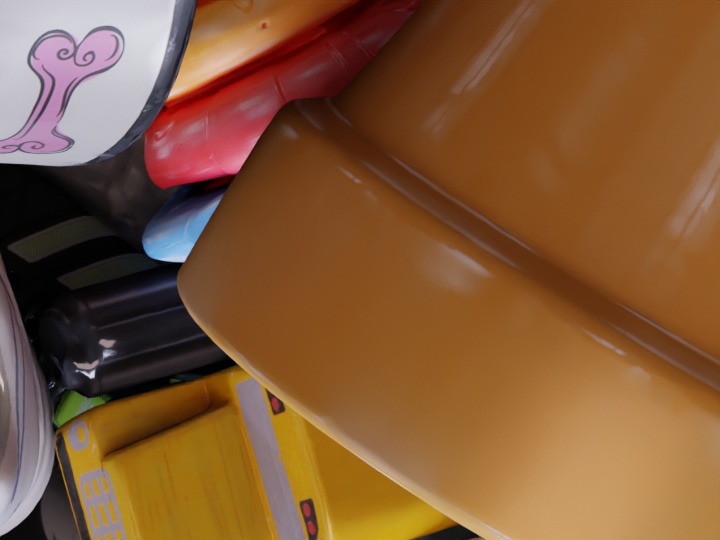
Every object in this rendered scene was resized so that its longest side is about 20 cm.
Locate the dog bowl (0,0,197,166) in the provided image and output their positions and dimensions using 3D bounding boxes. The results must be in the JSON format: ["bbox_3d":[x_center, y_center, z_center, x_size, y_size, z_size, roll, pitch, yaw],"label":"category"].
[{"bbox_3d":[-0.119,-0.114,0.678,0.074,0.200,0.201,-16,122,-31],"label":"dog bowl"}]

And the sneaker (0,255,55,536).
[{"bbox_3d":[-0.129,-0.018,0.783,0.074,0.087,0.201,-23,96,-9],"label":"sneaker"}]

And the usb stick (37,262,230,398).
[{"bbox_3d":[0.000,0.000,0.854,0.199,0.055,0.033,-15,91,-18],"label":"usb stick"}]

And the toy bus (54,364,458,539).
[{"bbox_3d":[0.013,0.048,0.848,0.200,0.078,0.065,-13,86,-34],"label":"toy bus"}]

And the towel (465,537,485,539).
[{"bbox_3d":[0.069,0.112,0.889,0.132,0.200,0.035,-11,71,5],"label":"towel"}]

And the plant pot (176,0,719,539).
[{"bbox_3d":[0.085,-0.026,0.700,0.200,0.200,0.184,28,97,-13],"label":"plant pot"}]

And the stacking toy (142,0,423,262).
[{"bbox_3d":[-0.045,-0.112,0.821,0.116,0.110,0.200,-25,99,12],"label":"stacking toy"}]

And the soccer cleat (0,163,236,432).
[{"bbox_3d":[-0.094,0.019,0.886,0.200,0.081,0.068,26,114,-12],"label":"soccer cleat"}]

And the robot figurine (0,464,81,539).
[{"bbox_3d":[-0.140,0.110,0.894,0.200,0.125,0.150,27,128,-10],"label":"robot figurine"}]
